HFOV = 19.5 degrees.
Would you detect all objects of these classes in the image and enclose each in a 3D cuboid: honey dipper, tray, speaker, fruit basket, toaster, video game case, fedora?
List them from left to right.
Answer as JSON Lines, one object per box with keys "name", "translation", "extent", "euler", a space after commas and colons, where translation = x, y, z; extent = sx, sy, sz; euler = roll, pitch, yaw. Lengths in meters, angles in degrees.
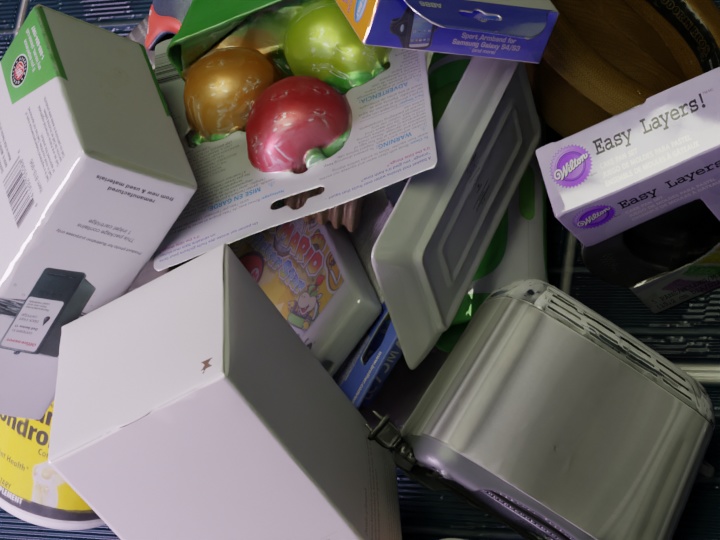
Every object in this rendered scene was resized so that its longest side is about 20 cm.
{"name": "honey dipper", "translation": [-0.095, -0.064, 1.325], "extent": [0.198, 0.038, 0.038], "euler": [13, 75, 7]}
{"name": "video game case", "translation": [-0.070, 0.031, 1.375], "extent": [0.183, 0.023, 0.201], "euler": [-53, 34, 21]}
{"name": "fruit basket", "translation": [-0.041, -0.098, 1.261], "extent": [0.184, 0.094, 0.201], "euler": [-20, 50, 15]}
{"name": "tray", "translation": [0.065, -0.048, 1.241], "extent": [0.022, 0.108, 0.201], "euler": [10, 54, 26]}
{"name": "speaker", "translation": [0.081, -0.050, 1.357], "extent": [0.088, 0.088, 0.202], "euler": [-9, 66, 24]}
{"name": "toaster", "translation": [0.111, 0.094, 1.231], "extent": [0.199, 0.114, 0.130], "euler": [32, 77, -6]}
{"name": "fedora", "translation": [0.154, -0.135, 1.323], "extent": [0.082, 0.199, 0.202], "euler": [-52, 49, 40]}

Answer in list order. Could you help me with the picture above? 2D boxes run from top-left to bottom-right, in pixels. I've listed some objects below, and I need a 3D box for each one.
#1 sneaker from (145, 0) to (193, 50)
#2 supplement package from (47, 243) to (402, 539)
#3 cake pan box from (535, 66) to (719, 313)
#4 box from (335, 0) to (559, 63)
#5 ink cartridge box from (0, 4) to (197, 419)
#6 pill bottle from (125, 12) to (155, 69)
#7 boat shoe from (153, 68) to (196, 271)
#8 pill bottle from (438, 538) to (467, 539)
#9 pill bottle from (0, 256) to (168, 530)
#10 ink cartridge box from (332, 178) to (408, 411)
{"name": "sneaker", "translation": [-0.055, -0.132, 1.388], "extent": [0.199, 0.075, 0.085], "euler": [31, 101, 12]}
{"name": "supplement package", "translation": [-0.074, 0.109, 1.216], "extent": [0.120, 0.200, 0.120], "euler": [-25, 35, 16]}
{"name": "cake pan box", "translation": [0.219, -0.055, 1.225], "extent": [0.198, 0.184, 0.053], "euler": [-23, 61, 17]}
{"name": "box", "translation": [0.033, -0.181, 1.231], "extent": [0.201, 0.118, 0.042], "euler": [63, 141, 45]}
{"name": "ink cartridge box", "translation": [-0.196, -0.031, 1.259], "extent": [0.200, 0.083, 0.147], "euler": [-52, 40, 27]}
{"name": "pill bottle", "translation": [-0.139, -0.116, 1.486], "extent": [0.200, 0.111, 0.111], "euler": [-43, 56, 6]}
{"name": "boat shoe", "translation": [-0.140, -0.050, 1.414], "extent": [0.071, 0.202, 0.061], "euler": [14, 44, -6]}
{"name": "pill bottle", "translation": [0.040, 0.266, 1.201], "extent": [0.113, 0.115, 0.201], "euler": [17, 63, 32]}
{"name": "pill bottle", "translation": [-0.185, 0.062, 1.387], "extent": [0.112, 0.111, 0.202], "euler": [35, 121, 34]}
{"name": "ink cartridge box", "translation": [0.000, 0.000, 1.349], "extent": [0.120, 0.042, 0.200], "euler": [-59, 30, 22]}
